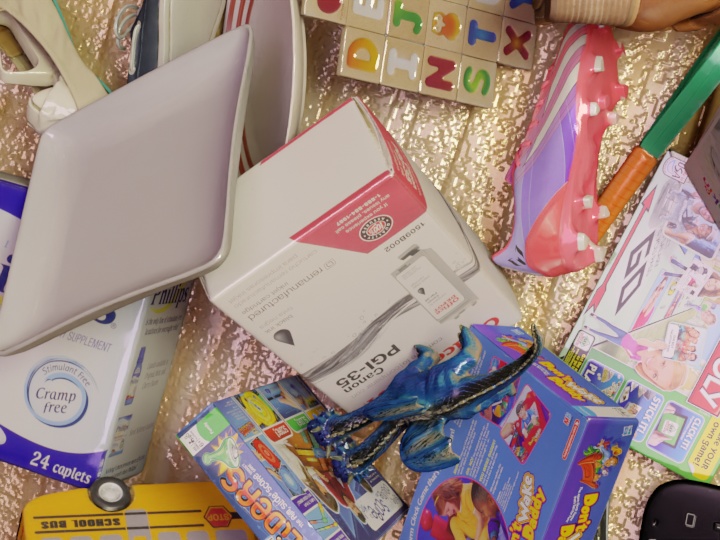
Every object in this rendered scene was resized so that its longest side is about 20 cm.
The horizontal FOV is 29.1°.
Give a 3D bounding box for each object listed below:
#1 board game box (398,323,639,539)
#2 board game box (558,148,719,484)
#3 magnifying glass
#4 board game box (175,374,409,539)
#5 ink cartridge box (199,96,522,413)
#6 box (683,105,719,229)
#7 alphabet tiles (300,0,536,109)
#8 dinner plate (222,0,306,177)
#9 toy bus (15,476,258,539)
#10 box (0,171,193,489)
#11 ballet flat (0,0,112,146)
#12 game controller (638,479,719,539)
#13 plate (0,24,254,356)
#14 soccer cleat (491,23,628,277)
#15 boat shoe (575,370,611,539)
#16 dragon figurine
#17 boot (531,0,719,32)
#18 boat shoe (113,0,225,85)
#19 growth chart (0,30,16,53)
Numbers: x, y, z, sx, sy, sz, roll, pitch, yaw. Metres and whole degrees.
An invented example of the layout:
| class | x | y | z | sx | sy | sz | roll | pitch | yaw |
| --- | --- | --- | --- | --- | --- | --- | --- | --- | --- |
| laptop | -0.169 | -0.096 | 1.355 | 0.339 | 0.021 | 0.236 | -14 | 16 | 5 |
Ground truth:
| class | x | y | z | sx | sy | sz | roll | pitch | yaw |
| --- | --- | --- | --- | --- | --- | --- | --- | --- | --- |
| board game box | 0.097 | 0.155 | 0.935 | 0.134 | 0.045 | 0.200 | 41 | 120 | 51 |
| board game box | 0.230 | 0.033 | 0.977 | 0.135 | 0.029 | 0.200 | 28 | 96 | 12 |
| magnifying glass | 0.213 | -0.099 | 0.963 | 0.022 | 0.080 | 0.200 | 36 | 108 | 2 |
| board game box | -0.039 | 0.140 | 0.947 | 0.034 | 0.200 | 0.135 | -42 | 81 | 10 |
| ink cartridge box | 0.000 | 0.000 | 0.934 | 0.146 | 0.200 | 0.083 | -35 | 48 | 10 |
| box | 0.319 | -0.094 | 0.865 | 0.200 | 0.176 | 0.097 | -28 | 79 | 0 |
| alphabet tiles | 0.049 | -0.204 | 0.953 | 0.006 | 0.200 | 0.167 | 8 | 91 | 55 |
| dinner plate | -0.067 | -0.136 | 0.972 | 0.024 | 0.200 | 0.200 | -1 | 90 | -18 |
| toy bus | -0.140 | 0.194 | 0.981 | 0.200 | 0.078 | 0.065 | 1 | 133 | -22 |
| box | -0.237 | 0.039 | 1.039 | 0.184 | 0.105 | 0.200 | 16 | 93 | 11 |
| ballet flat | -0.233 | -0.138 | 1.043 | 0.069 | 0.069 | 0.200 | -38 | 68 | 10 |
| game controller | 0.236 | 0.244 | 0.959 | 0.104 | 0.042 | 0.200 | 9 | 99 | 11 |
| plate | -0.148 | -0.048 | 0.914 | 0.200 | 0.032 | 0.200 | -21 | 48 | 29 |
| soccer cleat | 0.137 | -0.092 | 0.966 | 0.076 | 0.067 | 0.200 | -1 | 73 | 31 |
| boat shoe | 0.142 | 0.166 | 0.966 | 0.069 | 0.057 | 0.200 | -4 | 99 | 20 |
| dragon figurine | 0.043 | 0.089 | 0.882 | 0.099 | 0.200 | 0.059 | -45 | 105 | -31 |
| boot | 0.194 | -0.198 | 0.913 | 0.155 | 0.200 | 0.077 | 0 | 104 | 2 |
| boat shoe | -0.143 | -0.171 | 1.034 | 0.062 | 0.075 | 0.200 | 13 | 107 | 33 |
| growth chart | -0.357 | -0.132 | 1.110 | 0.145 | 0.018 | 0.200 | 33 | 98 | 10 |
